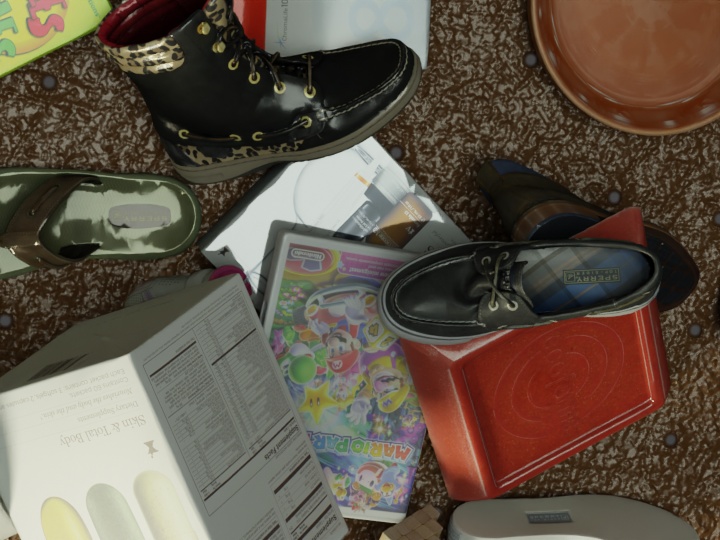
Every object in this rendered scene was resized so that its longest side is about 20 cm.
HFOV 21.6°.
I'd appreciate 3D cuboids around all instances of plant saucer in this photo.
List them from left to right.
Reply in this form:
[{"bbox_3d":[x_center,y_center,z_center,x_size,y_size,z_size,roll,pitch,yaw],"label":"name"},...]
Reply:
[{"bbox_3d":[0.141,0.074,1.386,0.199,0.037,0.201,-27,134,-10],"label":"plant saucer"},{"bbox_3d":[0.221,-0.203,1.420,0.198,0.032,0.202,-1,97,-9],"label":"plant saucer"}]

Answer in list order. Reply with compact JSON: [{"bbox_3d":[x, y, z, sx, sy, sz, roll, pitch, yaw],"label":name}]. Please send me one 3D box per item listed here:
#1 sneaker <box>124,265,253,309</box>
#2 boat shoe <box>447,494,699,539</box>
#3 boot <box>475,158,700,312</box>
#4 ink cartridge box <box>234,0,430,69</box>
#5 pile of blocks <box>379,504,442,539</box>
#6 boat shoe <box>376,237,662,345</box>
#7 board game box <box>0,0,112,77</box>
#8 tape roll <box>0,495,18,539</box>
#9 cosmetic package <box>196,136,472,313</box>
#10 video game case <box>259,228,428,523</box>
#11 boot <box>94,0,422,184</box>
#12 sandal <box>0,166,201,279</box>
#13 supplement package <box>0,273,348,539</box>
[{"bbox_3d":[-0.126,0.086,1.383,0.087,0.081,0.202,9,113,24],"label":"sneaker"},{"bbox_3d":[0.162,0.221,1.455,0.198,0.072,0.069,0,119,-16],"label":"boat shoe"},{"bbox_3d":[0.172,-0.031,1.416,0.199,0.097,0.075,21,113,-43],"label":"boot"},{"bbox_3d":[-0.047,-0.230,1.363,0.198,0.047,0.162,1,97,-11],"label":"ink cartridge box"},{"bbox_3d":[0.014,0.274,1.419,0.062,0.082,0.201,40,105,23],"label":"pile of blocks"},{"bbox_3d":[0.111,0.010,1.285,0.198,0.066,0.071,-2,81,-3],"label":"boat shoe"},{"bbox_3d":[-0.283,-0.179,1.330,0.199,0.048,0.102,-28,101,-5],"label":"board game box"},{"bbox_3d":[-0.332,0.115,1.285,0.138,0.203,0.204,-25,101,-4],"label":"tape roll"},{"bbox_3d":[0.000,0.000,1.402,0.151,0.052,0.200,-44,103,1],"label":"cosmetic package"},{"bbox_3d":[-0.012,0.079,1.368,0.142,0.018,0.202,9,100,-21],"label":"video game case"},{"bbox_3d":[-0.072,-0.144,1.304,0.198,0.074,0.151,-15,139,19],"label":"boot"},{"bbox_3d":[-0.213,-0.037,1.356,0.199,0.057,0.081,-7,99,-9],"label":"sandal"},{"bbox_3d":[-0.135,0.135,1.270,0.151,0.151,0.201,-17,102,30],"label":"supplement package"}]
